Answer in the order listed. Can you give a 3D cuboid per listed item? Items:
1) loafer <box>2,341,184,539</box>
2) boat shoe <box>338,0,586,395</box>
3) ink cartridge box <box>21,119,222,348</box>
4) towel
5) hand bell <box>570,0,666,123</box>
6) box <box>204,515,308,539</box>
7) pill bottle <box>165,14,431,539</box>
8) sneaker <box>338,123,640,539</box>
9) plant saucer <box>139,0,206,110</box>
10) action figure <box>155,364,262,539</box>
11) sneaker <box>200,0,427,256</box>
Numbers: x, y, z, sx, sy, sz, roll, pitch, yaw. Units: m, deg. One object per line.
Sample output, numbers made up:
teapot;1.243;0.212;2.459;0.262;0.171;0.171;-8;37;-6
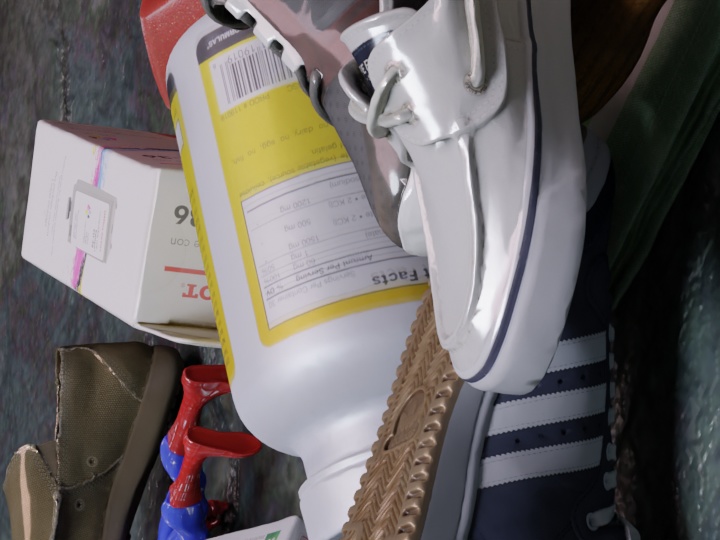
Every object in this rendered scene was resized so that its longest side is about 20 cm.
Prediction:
loafer;-0.142;0.121;1.170;0.076;0.067;0.200;110;177;-60
boat shoe;0.027;-0.063;0.738;0.072;0.066;0.200;171;101;-71
ink cartridge box;-0.056;-0.014;1.028;0.200;0.116;0.068;25;107;63
towel;0.079;-0.104;0.875;0.153;0.023;0.200;-66;32;35
hand bell;0.093;-0.099;0.740;0.200;0.104;0.104;-50;41;48
box;-0.083;0.199;0.986;0.144;0.036;0.200;-23;37;59
pill bottle;0.000;0.000;0.899;0.112;0.112;0.200;-42;56;55
sneaker;0.067;0.058;0.806;0.070;0.108;0.200;-24;41;63
plant saucer;-0.020;-0.186;0.991;0.200;0.037;0.200;-25;49;48
action figure;-0.081;0.133;1.128;0.065;0.052;0.200;-103;26;-45
sneaker;-0.013;-0.088;0.841;0.077;0.082;0.200;66;-170;-62
